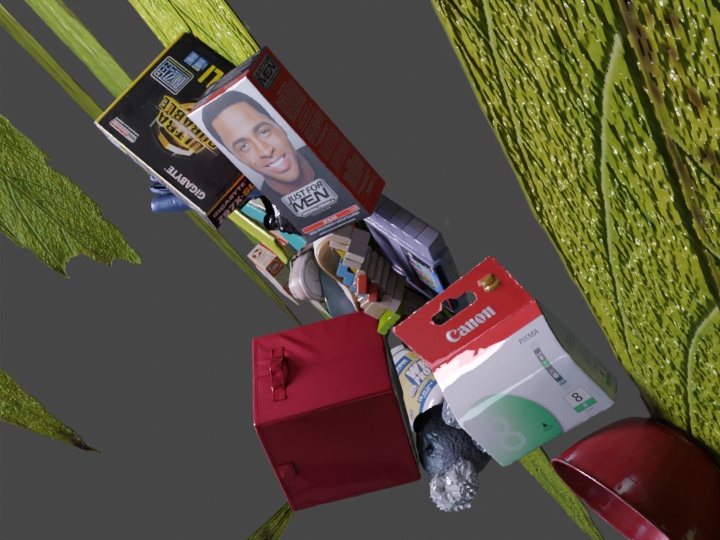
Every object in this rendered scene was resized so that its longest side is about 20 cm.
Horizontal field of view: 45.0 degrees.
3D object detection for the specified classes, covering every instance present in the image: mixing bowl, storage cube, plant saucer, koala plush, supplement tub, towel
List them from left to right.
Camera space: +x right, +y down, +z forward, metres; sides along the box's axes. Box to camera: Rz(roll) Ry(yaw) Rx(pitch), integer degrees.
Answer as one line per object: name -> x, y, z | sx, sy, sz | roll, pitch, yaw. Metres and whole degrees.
towel -> -0.181, -0.081, 1.216 | 0.200, 0.018, 0.086 | 36, 173, 21
towel -> -0.156, -0.114, 1.088 | 0.112, 0.199, 0.049 | -21, -80, -82
storage cube -> -0.033, 0.182, 1.153 | 0.171, 0.179, 0.201 | -101, -4, -54
plant saucer -> 0.005, 0.033, 1.274 | 0.201, 0.039, 0.202 | 51, -150, -45
supplement tub -> 0.125, 0.218, 1.527 | 0.145, 0.145, 0.200 | 47, 168, -31
koala plush -> 0.143, 0.201, 1.126 | 0.183, 0.201, 0.178 | 22, -158, -17
mixing bowl -> 0.320, 0.232, 0.943 | 0.200, 0.108, 0.200 | 41, 171, 8

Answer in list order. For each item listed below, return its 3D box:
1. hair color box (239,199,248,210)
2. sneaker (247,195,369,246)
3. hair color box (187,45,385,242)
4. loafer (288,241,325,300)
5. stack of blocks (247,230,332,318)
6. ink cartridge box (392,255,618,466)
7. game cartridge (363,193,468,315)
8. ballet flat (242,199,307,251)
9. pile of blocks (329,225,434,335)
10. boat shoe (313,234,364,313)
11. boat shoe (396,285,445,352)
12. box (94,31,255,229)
hair color box -> -0.182, -0.171, 1.165 | 0.060, 0.100, 0.200 | 37, 170, 23
sneaker -> -0.077, -0.073, 1.195 | 0.200, 0.098, 0.071 | 43, 168, -16
hair color box -> -0.076, -0.129, 0.931 | 0.101, 0.061, 0.200 | -22, 122, 39
loafer -> -0.070, -0.004, 1.261 | 0.072, 0.063, 0.200 | 66, -157, -16
stack of blocks -> -0.093, 0.000, 1.522 | 0.059, 0.115, 0.200 | 32, 167, 44
ink cartridge box -> 0.150, 0.103, 0.936 | 0.200, 0.161, 0.050 | 43, -147, -12
game cartridge -> 0.066, -0.018, 1.072 | 0.130, 0.038, 0.200 | 41, 171, 30
ballet flat -> -0.122, -0.091, 1.398 | 0.200, 0.070, 0.069 | 35, 169, 10
pile of blocks -> 0.016, 0.030, 1.091 | 0.082, 0.062, 0.200 | -25, 122, 32
boat shoe -> 0.000, 0.000, 1.174 | 0.200, 0.071, 0.069 | 51, -173, -42
boat shoe -> 0.094, 0.096, 1.331 | 0.072, 0.072, 0.200 | 31, 165, 46
box -> -0.190, -0.169, 1.029 | 0.200, 0.160, 0.049 | 39, 169, 20
